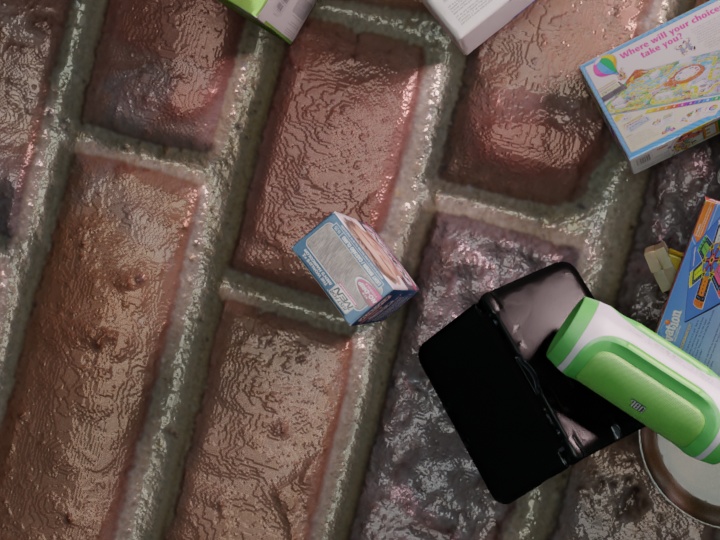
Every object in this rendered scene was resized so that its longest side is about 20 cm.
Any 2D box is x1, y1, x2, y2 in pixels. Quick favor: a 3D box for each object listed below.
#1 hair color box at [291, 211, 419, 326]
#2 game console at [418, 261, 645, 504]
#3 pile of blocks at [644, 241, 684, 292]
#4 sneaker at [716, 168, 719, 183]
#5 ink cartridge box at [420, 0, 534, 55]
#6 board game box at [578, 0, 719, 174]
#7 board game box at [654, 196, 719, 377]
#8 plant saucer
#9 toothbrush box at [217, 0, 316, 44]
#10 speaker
[{"bbox_3d":[0.000,0.000,1.198,0.060,0.200,0.100,-39,83,8],"label":"hair color box"},{"bbox_3d":[0.190,0.120,1.237,0.175,0.116,0.201,-22,72,-20],"label":"game console"},{"bbox_3d":[0.394,0.011,1.190,0.199,0.062,0.082,28,111,6],"label":"pile of blocks"},{"bbox_3d":[0.456,-0.102,1.141,0.199,0.075,0.082,16,119,7],"label":"sneaker"},{"bbox_3d":[0.107,-0.363,1.242,0.146,0.084,0.200,-37,82,8],"label":"ink cartridge box"},{"bbox_3d":[0.348,-0.203,1.193,0.199,0.034,0.135,-25,60,10],"label":"board game box"},{"bbox_3d":[0.367,0.034,1.160,0.103,0.019,0.201,19,110,9],"label":"board game box"},{"bbox_3d":[0.396,0.172,1.206,0.199,0.032,0.201,0,90,10],"label":"plant saucer"},{"bbox_3d":[-0.154,-0.348,1.261,0.200,0.146,0.086,34,96,9],"label":"toothbrush box"},{"bbox_3d":[0.291,0.111,1.149,0.200,0.088,0.089,33,95,5],"label":"speaker"}]
